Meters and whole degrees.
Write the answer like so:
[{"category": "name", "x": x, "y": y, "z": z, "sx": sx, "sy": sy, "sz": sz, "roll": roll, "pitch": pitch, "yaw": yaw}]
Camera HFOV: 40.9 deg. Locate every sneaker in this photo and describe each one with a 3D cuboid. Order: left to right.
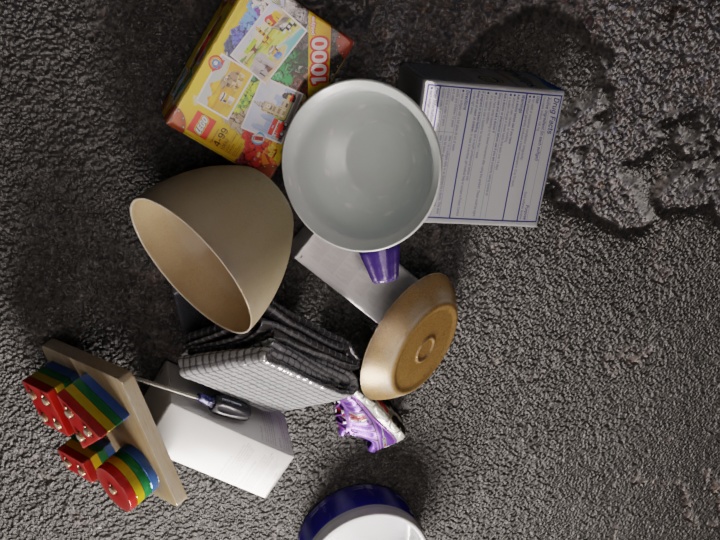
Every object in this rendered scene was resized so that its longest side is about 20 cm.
[{"category": "sneaker", "x": -0.012, "y": 0.198, "z": 1.394, "sx": 0.083, "sy": 0.081, "sz": 0.201, "roll": -35, "pitch": 119, "yaw": 8}]

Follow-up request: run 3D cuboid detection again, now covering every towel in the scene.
[{"category": "towel", "x": -0.118, "y": 0.116, "z": 1.260, "sx": 0.164, "sy": 0.087, "sz": 0.199, "roll": -14, "pitch": 150, "yaw": 36}]

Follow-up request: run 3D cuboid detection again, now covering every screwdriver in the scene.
[{"category": "screwdriver", "x": -0.222, "y": 0.156, "z": 1.244, "sx": 0.199, "sy": 0.028, "sz": 0.030, "roll": 30, "pitch": 61, "yaw": -35}]

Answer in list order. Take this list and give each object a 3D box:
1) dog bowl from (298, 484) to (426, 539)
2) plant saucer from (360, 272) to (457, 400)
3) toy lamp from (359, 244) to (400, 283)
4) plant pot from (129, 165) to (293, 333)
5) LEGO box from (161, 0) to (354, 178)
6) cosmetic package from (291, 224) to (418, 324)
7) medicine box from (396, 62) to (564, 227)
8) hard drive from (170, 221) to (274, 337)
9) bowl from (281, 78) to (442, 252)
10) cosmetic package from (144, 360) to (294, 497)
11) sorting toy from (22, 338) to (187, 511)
[{"category": "dog bowl", "x": 0.003, "y": 0.438, "z": 1.505, "sx": 0.196, "sy": 0.079, "sz": 0.204, "roll": -6, "pitch": 115, "yaw": -13}, {"category": "plant saucer", "x": 0.078, "y": 0.101, "z": 1.335, "sx": 0.199, "sy": 0.035, "sz": 0.202, "roll": -38, "pitch": 146, "yaw": -32}, {"category": "toy lamp", "x": 0.015, "y": -0.085, "z": 1.249, "sx": 0.057, "sy": 0.058, "sz": 0.204, "roll": -12, "pitch": 99, "yaw": -10}, {"category": "plant pot", "x": -0.156, "y": -0.046, "z": 1.145, "sx": 0.134, "sy": 0.199, "sz": 0.202, "roll": -44, "pitch": 121, "yaw": -25}, {"category": "LEGO box", "x": -0.125, "y": -0.236, "z": 1.163, "sx": 0.148, "sy": 0.077, "sz": 0.202, "roll": 27, "pitch": 104, "yaw": -25}, {"category": "cosmetic package", "x": 0.000, "y": 0.000, "z": 1.320, "sx": 0.199, "sy": 0.051, "sz": 0.083, "roll": 39, "pitch": 94, "yaw": -27}, {"category": "medicine box", "x": 0.144, "y": -0.163, "z": 1.260, "sx": 0.196, "sy": 0.103, "sz": 0.185, "roll": 1, "pitch": 113, "yaw": -17}, {"category": "hard drive", "x": -0.186, "y": -0.011, "z": 1.267, "sx": 0.132, "sy": 0.042, "sz": 0.203, "roll": -11, "pitch": 116, "yaw": -11}, {"category": "bowl", "x": 0.012, "y": -0.129, "z": 1.163, "sx": 0.197, "sy": 0.090, "sz": 0.205, "roll": 4, "pitch": 103, "yaw": 18}, {"category": "cosmetic package", "x": -0.198, "y": 0.218, "z": 1.331, "sx": 0.198, "sy": 0.108, "sz": 0.085, "roll": 28, "pitch": 108, "yaw": -23}, {"category": "sorting toy", "x": -0.334, "y": 0.207, "z": 1.230, "sx": 0.069, "sy": 0.197, "sz": 0.203, "roll": -37, "pitch": 123, "yaw": -35}]
